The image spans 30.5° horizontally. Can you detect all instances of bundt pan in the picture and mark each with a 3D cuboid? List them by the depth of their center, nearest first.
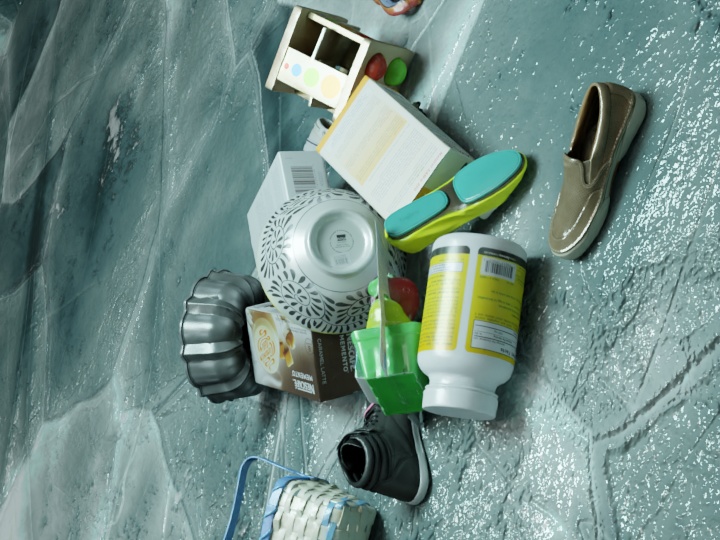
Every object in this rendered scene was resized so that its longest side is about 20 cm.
[{"bbox_3d":[-0.178,0.096,1.939,0.076,0.202,0.202,-3,72,31],"label":"bundt pan"}]

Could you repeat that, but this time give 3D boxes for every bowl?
[{"bbox_3d":[-0.031,-0.026,1.698,0.094,0.200,0.201,118,160,-73],"label":"bowl"}]

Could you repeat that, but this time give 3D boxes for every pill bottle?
[{"bbox_3d":[0.126,0.066,1.517,0.112,0.112,0.201,-11,66,56],"label":"pill bottle"}]

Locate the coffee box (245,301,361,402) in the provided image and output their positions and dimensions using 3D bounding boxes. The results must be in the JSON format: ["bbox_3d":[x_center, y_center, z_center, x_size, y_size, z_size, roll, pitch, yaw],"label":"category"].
[{"bbox_3d":[-0.077,0.107,1.827,0.200,0.080,0.115,9,109,59],"label":"coffee box"}]

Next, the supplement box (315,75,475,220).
[{"bbox_3d":[0.047,-0.149,1.729,0.126,0.073,0.200,-54,49,14],"label":"supplement box"}]

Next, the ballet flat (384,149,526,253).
[{"bbox_3d":[0.123,-0.081,1.625,0.200,0.067,0.067,-29,47,13],"label":"ballet flat"}]

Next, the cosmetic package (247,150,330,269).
[{"bbox_3d":[-0.105,-0.084,1.943,0.200,0.071,0.102,127,136,-59],"label":"cosmetic package"}]

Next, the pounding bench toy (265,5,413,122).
[{"bbox_3d":[-0.003,-0.284,1.903,0.156,0.200,0.124,30,106,27],"label":"pounding bench toy"}]

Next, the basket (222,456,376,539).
[{"bbox_3d":[-0.091,0.344,1.689,0.200,0.139,0.177,12,85,29],"label":"basket"}]

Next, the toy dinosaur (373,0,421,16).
[{"bbox_3d":[0.037,-0.429,1.978,0.200,0.105,0.182,85,167,-61],"label":"toy dinosaur"}]

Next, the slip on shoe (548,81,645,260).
[{"bbox_3d":[0.247,-0.111,1.455,0.076,0.060,0.200,43,113,57],"label":"slip on shoe"}]

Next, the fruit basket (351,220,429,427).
[{"bbox_3d":[0.037,0.069,1.619,0.094,0.185,0.200,-14,57,8],"label":"fruit basket"}]

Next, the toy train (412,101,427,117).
[{"bbox_3d":[0.053,-0.138,1.800,0.034,0.046,0.201,-6,71,58],"label":"toy train"}]

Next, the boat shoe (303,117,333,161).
[{"bbox_3d":[-0.024,-0.190,1.935,0.200,0.071,0.070,33,107,65],"label":"boat shoe"}]

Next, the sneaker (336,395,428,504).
[{"bbox_3d":[0.015,0.199,1.647,0.071,0.099,0.200,-55,34,31],"label":"sneaker"}]
